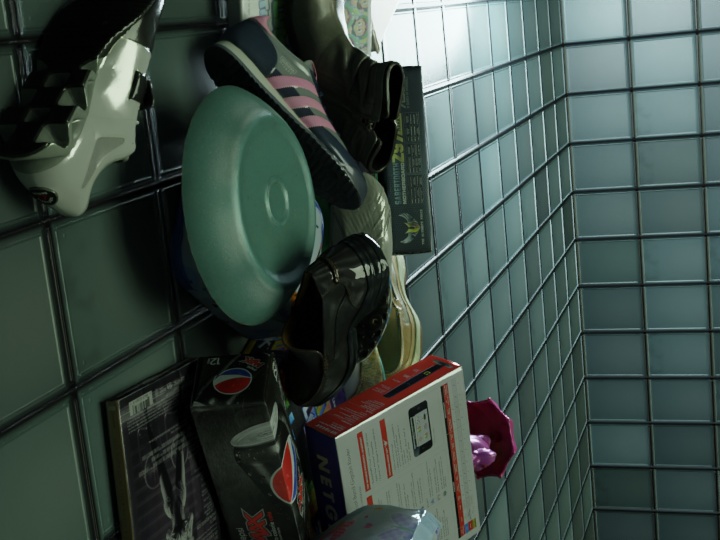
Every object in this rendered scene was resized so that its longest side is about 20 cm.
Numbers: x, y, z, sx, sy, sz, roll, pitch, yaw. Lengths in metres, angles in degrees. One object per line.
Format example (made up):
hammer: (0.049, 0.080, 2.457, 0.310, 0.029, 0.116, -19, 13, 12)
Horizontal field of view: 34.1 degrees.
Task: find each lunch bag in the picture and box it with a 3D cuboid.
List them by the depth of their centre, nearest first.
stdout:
lunch bag: (-0.019, 0.313, 1.059, 0.127, 0.200, 0.170, 49, 25, -3)
lunch bag: (-0.098, -0.032, 1.082, 0.200, 0.075, 0.162, 49, 41, -60)

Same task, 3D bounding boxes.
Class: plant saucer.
plant saucer: (-0.082, -0.056, 0.981, 0.200, 0.036, 0.202, -5, 90, -66)

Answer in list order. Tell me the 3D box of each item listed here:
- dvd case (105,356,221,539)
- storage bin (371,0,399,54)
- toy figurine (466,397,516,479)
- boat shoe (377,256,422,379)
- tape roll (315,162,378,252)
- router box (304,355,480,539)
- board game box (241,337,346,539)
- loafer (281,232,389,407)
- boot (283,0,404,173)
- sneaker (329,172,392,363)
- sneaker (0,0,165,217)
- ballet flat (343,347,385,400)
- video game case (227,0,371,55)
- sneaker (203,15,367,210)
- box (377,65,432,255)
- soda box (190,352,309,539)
dvd case: (-0.159, 0.186, 0.973, 0.149, 0.016, 0.202, -28, 114, -70)
storage bin: (-0.022, -0.366, 1.299, 0.201, 0.093, 0.200, -69, 149, -48)
toy figurine: (0.089, 0.201, 1.346, 0.200, 0.182, 0.152, -89, 174, -83)
boat shoe: (0.020, 0.041, 1.407, 0.076, 0.071, 0.201, 38, 30, -44)
tape roll: (-0.027, -0.114, 1.325, 0.200, 0.048, 0.203, -2, 90, -70)
router box: (0.038, 0.213, 1.196, 0.179, 0.049, 0.202, -23, 115, -37)
board game box: (-0.066, 0.155, 1.181, 0.166, 0.056, 0.202, -63, 146, -52)
loafer: (-0.041, 0.051, 1.028, 0.072, 0.073, 0.201, -17, 142, -35)
boot: (-0.007, -0.201, 1.109, 0.067, 0.130, 0.202, -16, 116, -44)
sneaker: (0.000, 0.000, 1.221, 0.073, 0.071, 0.202, 75, 18, -75)
sneaker: (-0.188, -0.126, 0.842, 0.201, 0.073, 0.089, -67, 150, -31)
ballet flat: (-0.014, 0.087, 1.295, 0.071, 0.070, 0.202, 55, 26, -57)
video game case: (-0.056, -0.266, 1.147, 0.181, 0.024, 0.202, -20, 118, -43)
sneaker: (-0.051, -0.149, 1.080, 0.200, 0.070, 0.082, 50, 56, -15)
box: (0.045, -0.121, 1.313, 0.158, 0.050, 0.202, -128, -147, -84)
soda box: (-0.094, 0.167, 1.038, 0.064, 0.070, 0.201, -85, 168, -50)
